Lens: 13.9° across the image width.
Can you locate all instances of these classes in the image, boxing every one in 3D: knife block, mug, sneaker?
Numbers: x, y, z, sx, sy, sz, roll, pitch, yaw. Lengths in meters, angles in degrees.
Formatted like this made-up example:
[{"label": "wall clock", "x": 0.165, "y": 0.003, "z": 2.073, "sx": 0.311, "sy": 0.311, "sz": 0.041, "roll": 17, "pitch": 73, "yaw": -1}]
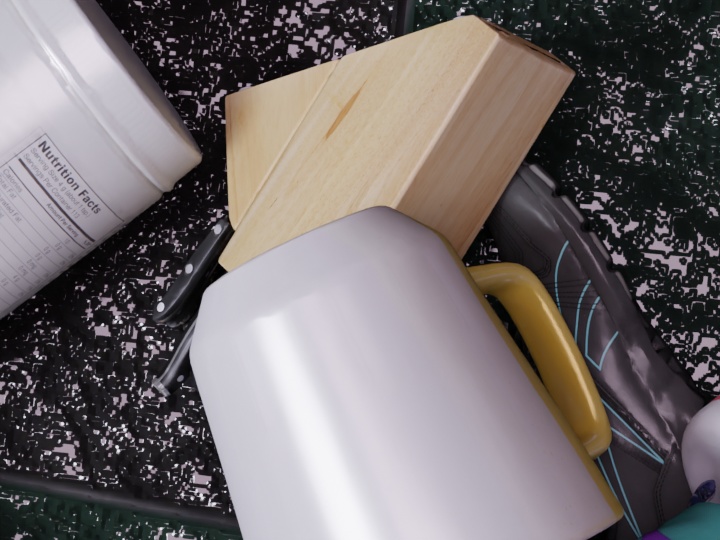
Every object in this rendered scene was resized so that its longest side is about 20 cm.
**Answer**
[{"label": "knife block", "x": 0.000, "y": 0.000, "z": 1.274, "sx": 0.199, "sy": 0.064, "sz": 0.177, "roll": -16, "pitch": 70, "yaw": 33}, {"label": "mug", "x": 0.009, "y": 0.060, "z": 1.191, "sx": 0.149, "sy": 0.187, "sz": 0.154, "roll": -26, "pitch": 85, "yaw": 10}, {"label": "sneaker", "x": 0.094, "y": 0.037, "z": 1.294, "sx": 0.079, "sy": 0.075, "sz": 0.201, "roll": -33, "pitch": 84, "yaw": 5}]

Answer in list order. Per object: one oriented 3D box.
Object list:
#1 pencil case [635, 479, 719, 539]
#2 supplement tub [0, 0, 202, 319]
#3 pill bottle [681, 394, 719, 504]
[{"label": "pencil case", "x": 0.080, "y": 0.158, "z": 1.166, "sx": 0.199, "sy": 0.093, "sz": 0.085, "roll": -21, "pitch": 60, "yaw": -25}, {"label": "supplement tub", "x": -0.185, "y": -0.040, "z": 1.297, "sx": 0.200, "sy": 0.132, "sz": 0.132, "roll": -38, "pitch": 84, "yaw": 2}, {"label": "pill bottle", "x": 0.240, "y": 0.052, "z": 1.240, "sx": 0.200, "sy": 0.109, "sz": 0.109, "roll": -35, "pitch": 84, "yaw": -19}]
